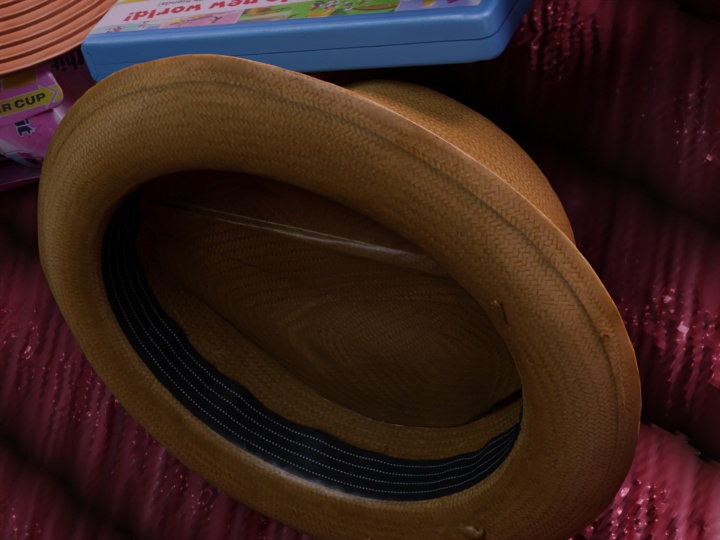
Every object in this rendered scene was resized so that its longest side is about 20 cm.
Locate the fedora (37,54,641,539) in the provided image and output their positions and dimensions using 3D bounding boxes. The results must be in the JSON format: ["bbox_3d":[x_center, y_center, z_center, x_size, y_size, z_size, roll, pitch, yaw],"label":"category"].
[{"bbox_3d":[0.000,0.000,0.700,0.200,0.201,0.082,4,38,30],"label":"fedora"}]

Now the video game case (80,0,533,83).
[{"bbox_3d":[0.012,-0.124,0.762,0.142,0.018,0.200,0,36,28],"label":"video game case"}]

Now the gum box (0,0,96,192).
[{"bbox_3d":[-0.145,-0.121,0.876,0.113,0.066,0.201,-14,62,24],"label":"gum box"}]

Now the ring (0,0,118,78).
[{"bbox_3d":[-0.142,-0.157,0.827,0.199,0.019,0.201,-3,65,7],"label":"ring"}]
